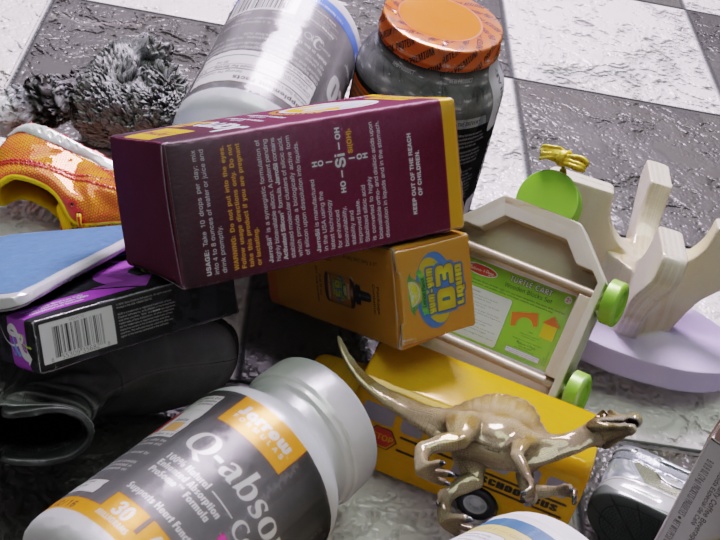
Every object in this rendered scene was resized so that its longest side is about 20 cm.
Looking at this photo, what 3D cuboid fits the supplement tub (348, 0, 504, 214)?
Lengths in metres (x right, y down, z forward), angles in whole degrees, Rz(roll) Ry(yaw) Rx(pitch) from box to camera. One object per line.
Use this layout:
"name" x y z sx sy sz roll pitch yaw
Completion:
"supplement tub" 0.045 -0.114 0.910 0.120 0.202 0.124 8 40 -7

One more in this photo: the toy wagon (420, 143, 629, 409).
"toy wagon" 0.115 0.009 0.813 0.153 0.203 0.040 22 -5 25

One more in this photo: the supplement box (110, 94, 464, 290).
"supplement box" -0.046 -0.056 0.715 0.197 0.087 0.110 -13 14 -27

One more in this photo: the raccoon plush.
"raccoon plush" -0.196 -0.106 0.941 0.198 0.097 0.135 -28 62 -20

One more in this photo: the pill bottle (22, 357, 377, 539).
"pill bottle" -0.084 0.139 0.647 0.116 0.118 0.199 33 44 22

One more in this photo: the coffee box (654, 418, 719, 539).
"coffee box" 0.223 0.169 0.632 0.112 0.202 0.080 33 43 22

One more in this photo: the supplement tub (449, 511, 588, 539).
"supplement tub" 0.036 0.221 0.562 0.197 0.146 0.145 -16 47 -31

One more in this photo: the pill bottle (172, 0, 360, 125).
"pill bottle" -0.076 -0.120 0.857 0.112 0.115 0.202 16 52 4

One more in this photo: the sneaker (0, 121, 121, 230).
"sneaker" -0.194 -0.049 0.887 0.196 0.073 0.078 15 66 1

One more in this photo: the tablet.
"tablet" -0.226 -0.001 0.725 0.128 0.014 0.200 -4 13 14

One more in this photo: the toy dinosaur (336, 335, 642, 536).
"toy dinosaur" 0.066 0.104 0.681 0.196 0.059 0.102 10 37 16

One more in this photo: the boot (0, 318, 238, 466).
"boot" -0.166 0.080 0.693 0.196 0.071 0.132 -9 14 -10

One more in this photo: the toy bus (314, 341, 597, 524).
"toy bus" 0.055 0.104 0.755 0.197 0.079 0.065 21 40 9

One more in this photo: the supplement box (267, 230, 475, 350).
"supplement box" 0.000 0.000 0.798 0.068 0.068 0.199 -12 14 -26

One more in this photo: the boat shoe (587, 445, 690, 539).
"boat shoe" 0.250 0.178 0.732 0.199 0.075 0.065 21 44 20

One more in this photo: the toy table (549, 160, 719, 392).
"toy table" 0.220 0.001 0.875 0.196 0.119 0.185 12 29 -8

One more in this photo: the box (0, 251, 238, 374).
"box" -0.194 0.018 0.734 0.142 0.037 0.198 -17 16 -41
